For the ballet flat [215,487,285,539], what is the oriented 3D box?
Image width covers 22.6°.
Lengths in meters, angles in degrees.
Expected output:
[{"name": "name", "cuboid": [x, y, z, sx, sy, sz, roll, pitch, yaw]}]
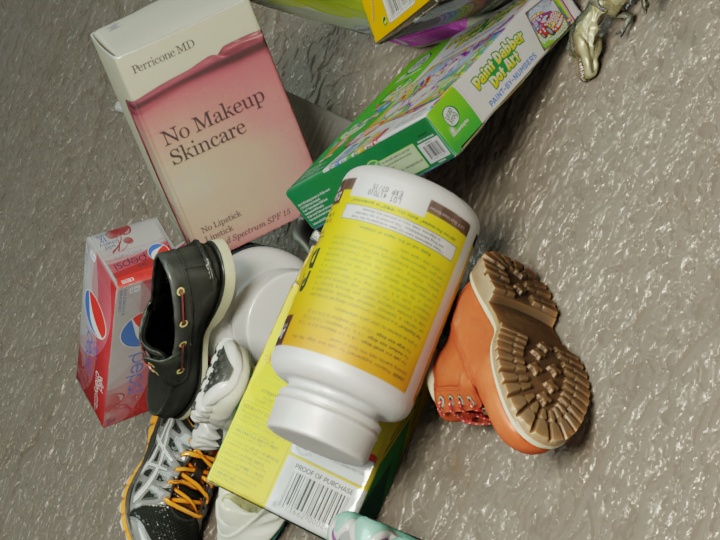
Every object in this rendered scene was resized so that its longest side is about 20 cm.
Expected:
[{"name": "ballet flat", "cuboid": [-0.077, 0.175, 1.476, 0.200, 0.069, 0.070, -45, 33, 34]}]

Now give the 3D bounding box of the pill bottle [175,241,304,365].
[{"name": "pill bottle", "cuboid": [-0.098, 0.035, 1.573, 0.200, 0.119, 0.120, 12, 78, 63]}]

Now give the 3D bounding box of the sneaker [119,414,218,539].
[{"name": "sneaker", "cuboid": [-0.158, 0.180, 1.609, 0.077, 0.078, 0.201, -32, 40, 39]}]

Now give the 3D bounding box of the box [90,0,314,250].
[{"name": "box", "cuboid": [-0.128, -0.131, 1.544, 0.127, 0.201, 0.109, -26, 25, -9]}]

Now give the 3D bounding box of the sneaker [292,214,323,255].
[{"name": "sneaker", "cuboid": [0.000, 0.000, 1.465, 0.075, 0.084, 0.200, -63, 27, 4]}]

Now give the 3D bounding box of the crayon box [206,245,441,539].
[{"name": "crayon box", "cuboid": [-0.019, 0.097, 1.379, 0.126, 0.051, 0.201, 23, 87, 22]}]

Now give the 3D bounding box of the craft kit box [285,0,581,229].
[{"name": "craft kit box", "cuboid": [0.057, -0.132, 1.432, 0.200, 0.049, 0.198, -25, 17, 52]}]

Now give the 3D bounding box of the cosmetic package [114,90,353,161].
[{"name": "cosmetic package", "cuboid": [-0.116, -0.142, 1.669, 0.091, 0.199, 0.107, -64, 27, 0]}]

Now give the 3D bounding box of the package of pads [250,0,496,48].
[{"name": "package of pads", "cuboid": [0.002, -0.248, 1.537, 0.154, 0.199, 0.069, 5, 83, 67]}]

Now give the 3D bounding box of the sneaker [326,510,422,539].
[{"name": "sneaker", "cuboid": [0.014, 0.249, 1.233, 0.200, 0.077, 0.141, 9, 74, 63]}]

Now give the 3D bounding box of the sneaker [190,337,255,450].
[{"name": "sneaker", "cuboid": [-0.094, 0.111, 1.475, 0.200, 0.081, 0.076, 102, -169, -73]}]

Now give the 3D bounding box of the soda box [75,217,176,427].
[{"name": "soda box", "cuboid": [-0.203, 0.048, 1.576, 0.064, 0.070, 0.201, 55, 150, 31]}]

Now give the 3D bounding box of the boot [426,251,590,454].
[{"name": "boot", "cuboid": [0.096, 0.082, 1.246, 0.108, 0.075, 0.200, -56, 19, 22]}]

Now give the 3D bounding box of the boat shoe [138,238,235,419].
[{"name": "boat shoe", "cuboid": [-0.157, 0.053, 1.496, 0.074, 0.063, 0.202, 61, 148, 33]}]

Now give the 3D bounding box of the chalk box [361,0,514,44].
[{"name": "chalk box", "cuboid": [0.098, -0.276, 1.424, 0.124, 0.199, 0.125, -24, 86, 65]}]

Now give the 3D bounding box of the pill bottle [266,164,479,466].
[{"name": "pill bottle", "cuboid": [0.005, 0.034, 1.296, 0.109, 0.109, 0.201, -2, 63, 60]}]

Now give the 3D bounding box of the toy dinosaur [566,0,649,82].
[{"name": "toy dinosaur", "cuboid": [0.213, -0.228, 1.325, 0.201, 0.047, 0.088, -56, 21, 9]}]
